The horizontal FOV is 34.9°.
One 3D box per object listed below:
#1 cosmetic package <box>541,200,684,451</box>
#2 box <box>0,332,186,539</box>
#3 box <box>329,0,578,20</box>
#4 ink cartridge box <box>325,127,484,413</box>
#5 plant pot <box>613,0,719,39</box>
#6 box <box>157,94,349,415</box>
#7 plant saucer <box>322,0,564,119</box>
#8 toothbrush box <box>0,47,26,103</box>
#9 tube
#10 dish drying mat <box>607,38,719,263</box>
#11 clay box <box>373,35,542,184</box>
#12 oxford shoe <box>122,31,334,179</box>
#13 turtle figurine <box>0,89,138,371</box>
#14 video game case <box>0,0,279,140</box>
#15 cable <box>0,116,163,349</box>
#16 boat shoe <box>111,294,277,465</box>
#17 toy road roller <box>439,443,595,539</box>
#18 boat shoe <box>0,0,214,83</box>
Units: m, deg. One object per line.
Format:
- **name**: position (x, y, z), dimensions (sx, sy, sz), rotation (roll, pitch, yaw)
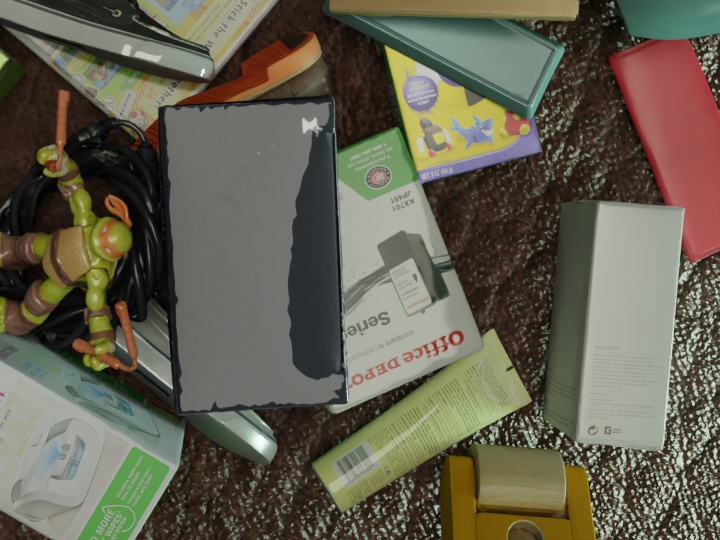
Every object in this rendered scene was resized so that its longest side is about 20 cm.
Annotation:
- **cosmetic package**: position (0.214, 0.041, 0.982), dimensions (0.080, 0.113, 0.202), rotation (6, 94, -7)
- **box**: position (-0.235, 0.128, 0.886), dimensions (0.176, 0.200, 0.097), rotation (32, 88, -6)
- **box**: position (0.077, -0.284, 0.913), dimensions (0.198, 0.021, 0.165), rotation (3, 90, 8)
- **ink cartridge box**: position (0.000, 0.000, 0.967), dimensions (0.146, 0.083, 0.201), rotation (-23, 96, -5)
- **plant pot**: position (0.271, -0.283, 0.937), dimensions (0.160, 0.201, 0.202), rotation (-22, 95, 16)
- **box**: position (-0.081, -0.016, 0.811), dimensions (0.116, 0.200, 0.199), rotation (-3, 94, -9)
- **plant saucer**: position (0.071, -0.201, 0.952), dimensions (0.199, 0.019, 0.070), rotation (27, 90, -5)
- **toothbrush box**: position (-0.391, -0.135, 0.912), dimensions (0.145, 0.086, 0.200), rotation (39, 87, -7)
- **tube**: position (0.053, 0.137, 1.001), dimensions (0.199, 0.058, 0.052), rotation (-33, 54, -8)
- **dish drying mat**: position (0.293, -0.114, 1.031), dimensions (0.076, 0.018, 0.201), rotation (-24, 96, -5)
- **clay box**: position (0.075, -0.184, 0.986), dimensions (0.114, 0.048, 0.202), rotation (-15, 95, -6)
- **oxford shoe**: position (-0.105, -0.117, 0.948), dimensions (0.199, 0.071, 0.073), rotation (-34, 119, -12)
- **turtle figurine**: position (-0.215, -0.018, 0.837), dimensions (0.064, 0.160, 0.202), rotation (-16, 90, -50)
- **video game case**: position (-0.182, -0.235, 0.965), dimensions (0.182, 0.023, 0.200), rotation (40, 87, -7)
- **cable**: position (-0.226, -0.019, 0.912), dimensions (0.199, 0.051, 0.165), rotation (-25, 77, 30)
- **boat shoe**: position (-0.140, 0.083, 0.965), dimensions (0.200, 0.072, 0.066), rotation (39, 66, -7)
- **toy road roller**: position (0.126, 0.264, 0.992), dimensions (0.122, 0.146, 0.201), rotation (6, 55, -7)
- **boat shoe**: position (-0.209, -0.203, 0.918), dimensions (0.198, 0.069, 0.057), rotation (17, 89, -6)
